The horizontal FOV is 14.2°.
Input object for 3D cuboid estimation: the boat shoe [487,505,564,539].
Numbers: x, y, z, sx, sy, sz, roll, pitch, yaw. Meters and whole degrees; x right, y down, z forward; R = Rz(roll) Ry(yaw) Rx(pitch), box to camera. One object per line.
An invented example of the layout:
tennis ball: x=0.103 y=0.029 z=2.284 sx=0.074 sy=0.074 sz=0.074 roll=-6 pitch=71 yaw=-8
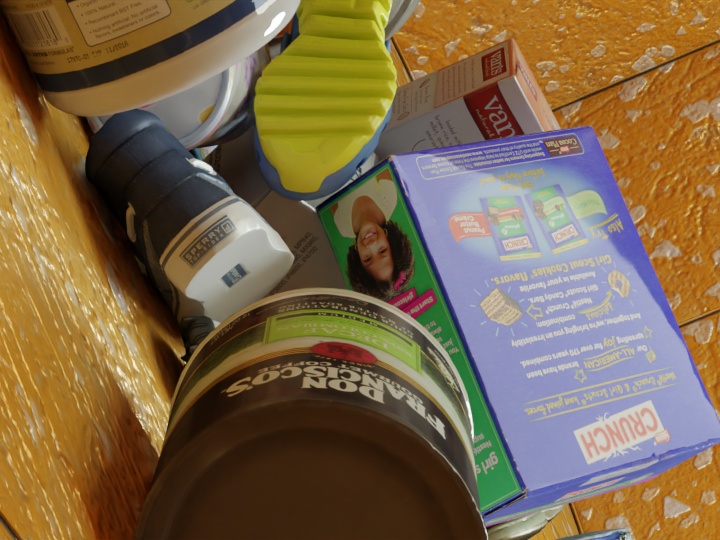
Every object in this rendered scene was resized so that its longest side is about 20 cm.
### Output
boat shoe: x=0.071 y=0.136 z=1.697 sx=0.065 sy=0.073 sz=0.200 roll=59 pitch=9 yaw=3

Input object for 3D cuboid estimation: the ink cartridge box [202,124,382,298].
ink cartridge box: x=0.000 y=0.000 z=1.701 sx=0.200 sy=0.084 sz=0.144 roll=36 pitch=22 yaw=-18

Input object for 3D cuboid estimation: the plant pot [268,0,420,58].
plant pot: x=-0.060 y=-0.218 z=1.937 sx=0.201 sy=0.199 sz=0.174 roll=67 pitch=15 yaw=-8

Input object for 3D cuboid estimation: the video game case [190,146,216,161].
video game case: x=-0.112 y=-0.104 z=1.819 sx=0.143 sy=0.018 sz=0.201 roll=-55 pitch=123 yaw=-84

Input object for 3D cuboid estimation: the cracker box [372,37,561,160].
cracker box: x=0.035 y=-0.042 z=1.793 sx=0.134 sy=0.200 sz=0.058 roll=59 pitch=16 yaw=-26

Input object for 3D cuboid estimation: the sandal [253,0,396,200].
sandal: x=-0.017 y=-0.103 z=1.644 sx=0.200 sy=0.079 sz=0.087 roll=-75 pitch=175 yaw=-48

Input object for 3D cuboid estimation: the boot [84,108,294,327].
boot: x=-0.090 y=-0.026 z=1.497 sx=0.090 sy=0.073 sz=0.200 roll=50 pitch=-9 yaw=10

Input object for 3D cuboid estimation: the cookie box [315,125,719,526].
cookie box: x=0.090 y=0.031 z=1.611 sx=0.171 sy=0.075 sz=0.201 roll=-10 pitch=73 yaw=-43

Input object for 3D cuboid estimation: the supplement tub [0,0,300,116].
supplement tub: x=-0.126 y=-0.191 z=1.389 sx=0.144 sy=0.144 sz=0.200 roll=-98 pitch=164 yaw=-69

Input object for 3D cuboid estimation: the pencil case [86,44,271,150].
pencil case: x=-0.098 y=-0.108 z=1.588 sx=0.083 sy=0.091 sz=0.200 roll=50 pitch=8 yaw=0

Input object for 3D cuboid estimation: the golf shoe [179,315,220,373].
golf shoe: x=-0.030 y=0.081 z=1.512 sx=0.200 sy=0.094 sz=0.078 roll=59 pitch=11 yaw=-46

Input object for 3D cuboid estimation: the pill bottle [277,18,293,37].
pill bottle: x=-0.078 y=-0.230 z=1.705 sx=0.106 sy=0.106 sz=0.200 roll=-107 pitch=172 yaw=-45

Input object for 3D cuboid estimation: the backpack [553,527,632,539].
backpack: x=0.102 y=0.241 z=1.701 sx=0.147 sy=0.183 sz=0.200 roll=66 pitch=16 yaw=6

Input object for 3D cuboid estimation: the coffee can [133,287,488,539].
coffee can: x=-0.020 y=0.101 z=1.258 sx=0.200 sy=0.146 sz=0.147 roll=-90 pitch=156 yaw=-77
